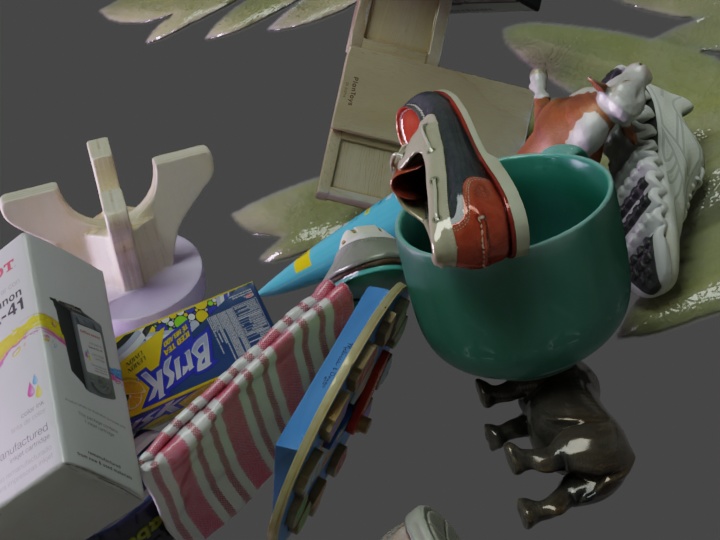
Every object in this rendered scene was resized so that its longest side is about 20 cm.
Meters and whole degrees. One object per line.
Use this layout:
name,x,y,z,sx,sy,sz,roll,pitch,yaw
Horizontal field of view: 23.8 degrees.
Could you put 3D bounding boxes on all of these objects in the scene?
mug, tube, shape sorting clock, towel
mug,0.121,-0.002,1.173,0.184,0.115,0.152,-25,28,-21
tube,0.003,-0.023,1.375,0.199,0.051,0.077,-28,-10,28
shape sorting clock,-0.012,0.101,1.184,0.039,0.201,0.201,25,57,11
towel,-0.071,0.108,1.238,0.030,0.147,0.200,38,72,27

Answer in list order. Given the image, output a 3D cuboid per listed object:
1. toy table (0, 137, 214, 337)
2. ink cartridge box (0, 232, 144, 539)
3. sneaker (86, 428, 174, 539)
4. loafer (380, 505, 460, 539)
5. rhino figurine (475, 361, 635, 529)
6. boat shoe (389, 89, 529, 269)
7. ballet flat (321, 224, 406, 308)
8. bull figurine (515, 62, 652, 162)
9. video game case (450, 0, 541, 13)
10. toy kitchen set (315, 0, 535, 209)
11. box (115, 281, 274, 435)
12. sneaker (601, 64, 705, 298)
toy table,-0.208,-0.032,1.475,0.183,0.118,0.200,-19,26,-19
ink cartridge box,-0.242,0.099,1.189,0.147,0.085,0.201,-35,51,20
sneaker,-0.199,0.187,1.264,0.082,0.074,0.199,30,48,35
loafer,0.057,0.239,1.051,0.063,0.072,0.201,-37,46,14
rhino figurine,0.127,0.092,1.184,0.087,0.060,0.201,-13,35,-5
boat shoe,0.051,-0.061,1.117,0.062,0.072,0.200,-14,32,-8
ballet flat,0.000,0.000,1.283,0.067,0.200,0.064,-2,72,-9
bull figurine,0.148,-0.084,1.307,0.201,0.065,0.122,-61,19,19
video game case,0.030,-0.264,1.475,0.180,0.199,0.026,6,82,43
toy kitchen set,0.057,-0.136,1.510,0.162,0.180,0.202,13,83,-3
box,-0.163,0.082,1.323,0.199,0.070,0.065,-22,75,-20
sneaker,0.227,-0.067,1.297,0.075,0.080,0.201,129,149,-49
